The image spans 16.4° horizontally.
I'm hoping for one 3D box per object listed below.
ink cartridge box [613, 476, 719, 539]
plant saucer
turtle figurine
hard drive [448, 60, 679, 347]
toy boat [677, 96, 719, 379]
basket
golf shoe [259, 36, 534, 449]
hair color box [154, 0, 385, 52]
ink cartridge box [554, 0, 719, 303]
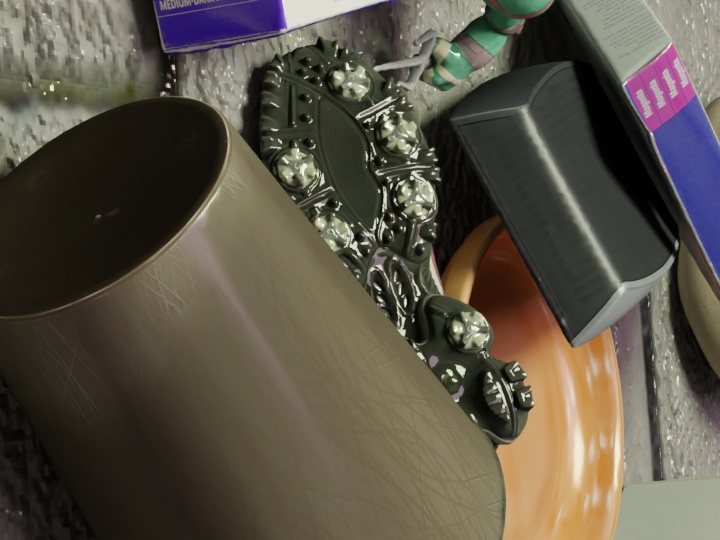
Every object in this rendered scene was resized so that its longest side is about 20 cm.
[{"bbox_3d":[0.193,0.235,1.373,0.200,0.084,0.144,67,32,-27],"label":"ink cartridge box"},{"bbox_3d":[0.077,0.071,1.239,0.200,0.037,0.200,18,69,-60],"label":"plant saucer"},{"bbox_3d":[0.056,-0.155,1.156,0.200,0.101,0.150,-88,177,-61],"label":"turtle figurine"},{"bbox_3d":[0.107,-0.042,1.240,0.135,0.042,0.200,62,18,-2],"label":"hard drive"},{"bbox_3d":[0.272,-0.016,1.520,0.131,0.131,0.200,46,46,-49],"label":"toy boat"},{"bbox_3d":[-0.050,0.048,0.914,0.200,0.136,0.180,57,34,-34],"label":"basket"},{"bbox_3d":[0.000,0.000,1.087,0.077,0.088,0.200,-18,81,-22],"label":"golf shoe"},{"bbox_3d":[-0.048,-0.198,1.017,0.109,0.065,0.200,-28,107,-60],"label":"hair color box"},{"bbox_3d":[0.167,-0.069,1.332,0.196,0.043,0.200,58,4,-40],"label":"ink cartridge box"}]
